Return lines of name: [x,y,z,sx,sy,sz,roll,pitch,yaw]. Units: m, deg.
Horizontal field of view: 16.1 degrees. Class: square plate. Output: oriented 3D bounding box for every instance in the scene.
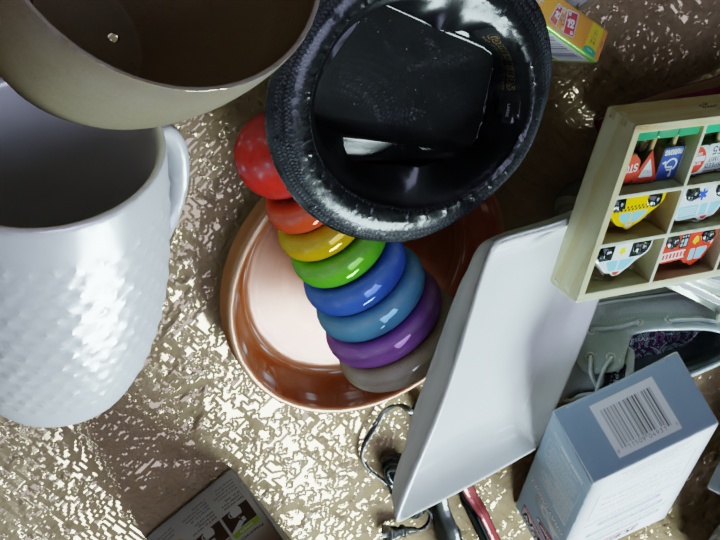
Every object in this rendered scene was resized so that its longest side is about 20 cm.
square plate: [0.093,0.048,1.624,0.198,0.028,0.201,-20,134,-57]

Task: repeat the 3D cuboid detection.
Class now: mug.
mug: [-0.168,-0.015,1.488,0.200,0.147,0.176,-43,147,-39]

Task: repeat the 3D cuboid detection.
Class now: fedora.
fedora: [0.013,-0.115,1.486,0.200,0.092,0.201,-17,123,-27]

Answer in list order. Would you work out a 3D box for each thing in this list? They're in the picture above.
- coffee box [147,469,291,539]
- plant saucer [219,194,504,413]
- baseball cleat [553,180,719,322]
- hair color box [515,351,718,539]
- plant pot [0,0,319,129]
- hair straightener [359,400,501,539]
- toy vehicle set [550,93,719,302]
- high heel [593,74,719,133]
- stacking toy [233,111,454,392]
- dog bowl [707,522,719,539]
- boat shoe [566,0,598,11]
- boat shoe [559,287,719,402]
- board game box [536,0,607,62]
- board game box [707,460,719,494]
coffee box: [-0.049,0.239,1.664,0.080,0.200,0.114,-38,130,-3]
plant saucer: [0.000,0.000,1.650,0.199,0.032,0.201,-15,126,-21]
baseball cleat: [0.221,-0.033,1.741,0.199,0.070,0.107,29,67,-24]
hair color box: [0.174,0.135,1.754,0.099,0.061,0.200,-24,160,-14]
plant pot: [-0.138,-0.156,1.392,0.199,0.201,0.134,2,154,-30]
hair straightener: [0.049,0.168,1.777,0.077,0.041,0.200,-30,129,-10]
toy vehicle set: [0.215,-0.052,1.623,0.199,0.026,0.125,-9,126,-41]
high heel: [0.247,-0.140,1.691,0.096,0.067,0.200,38,80,-7]
stacking toy: [-0.017,-0.017,1.563,0.085,0.085,0.200,-38,125,-3]
dog bowl: [0.346,0.238,1.896,0.200,0.200,0.059,27,86,-38]
boat shoe: [0.168,-0.246,1.570,0.200,0.075,0.068,-49,153,2]
boat shoe: [0.170,0.057,1.755,0.200,0.072,0.070,-14,125,-22]
board game box: [0.051,-0.179,1.524,0.200,0.095,0.030,27,77,-39]
board game box: [0.374,0.109,1.892,0.199,0.041,0.201,26,90,-38]
